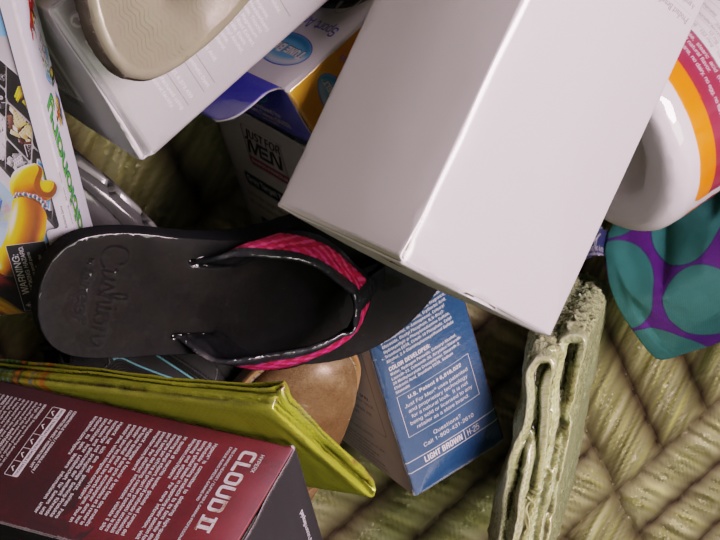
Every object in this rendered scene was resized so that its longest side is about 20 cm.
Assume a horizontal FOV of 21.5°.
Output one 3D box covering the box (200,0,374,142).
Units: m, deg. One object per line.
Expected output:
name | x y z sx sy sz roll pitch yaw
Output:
box | -0.001 -0.131 0.863 0.200 0.119 0.042 -44 127 -12

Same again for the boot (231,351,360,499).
boot | -0.046 0.119 0.910 0.073 0.076 0.201 11 123 -27

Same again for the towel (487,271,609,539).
towel | 0.097 0.080 0.991 0.200 0.036 0.149 -42 143 -74

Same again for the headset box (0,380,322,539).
headset box | -0.096 0.135 0.819 0.077 0.199 0.149 -59 147 -39

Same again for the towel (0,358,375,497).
towel | -0.092 0.065 0.829 0.086 0.199 0.018 45 57 -46

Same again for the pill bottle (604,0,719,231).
pill bottle | 0.185 -0.111 0.929 0.200 0.109 0.110 -33 123 -26

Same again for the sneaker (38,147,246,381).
sneaker | -0.115 0.016 0.868 0.079 0.075 0.200 -43 127 -9

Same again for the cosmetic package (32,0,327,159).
cosmetic package | -0.061 -0.152 0.823 0.200 0.107 0.090 -39 122 -13

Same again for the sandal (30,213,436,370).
sandal | -0.042 0.013 0.812 0.199 0.045 0.076 -4 111 -33

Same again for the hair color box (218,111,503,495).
hair color box | 0.000 0.000 0.925 0.060 0.100 0.201 -30 122 -20

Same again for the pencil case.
pencil case | 0.219 -0.024 0.982 0.085 0.199 0.093 24 56 -38

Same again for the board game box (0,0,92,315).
board game box | -0.186 -0.067 0.758 0.125 0.035 0.201 -6 126 5

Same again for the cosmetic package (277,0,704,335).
cosmetic package | 0.064 -0.088 0.783 0.107 0.085 0.201 29 88 -46

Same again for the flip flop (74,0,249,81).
flip flop | -0.029 -0.149 0.745 0.200 0.057 0.081 -36 122 -19
